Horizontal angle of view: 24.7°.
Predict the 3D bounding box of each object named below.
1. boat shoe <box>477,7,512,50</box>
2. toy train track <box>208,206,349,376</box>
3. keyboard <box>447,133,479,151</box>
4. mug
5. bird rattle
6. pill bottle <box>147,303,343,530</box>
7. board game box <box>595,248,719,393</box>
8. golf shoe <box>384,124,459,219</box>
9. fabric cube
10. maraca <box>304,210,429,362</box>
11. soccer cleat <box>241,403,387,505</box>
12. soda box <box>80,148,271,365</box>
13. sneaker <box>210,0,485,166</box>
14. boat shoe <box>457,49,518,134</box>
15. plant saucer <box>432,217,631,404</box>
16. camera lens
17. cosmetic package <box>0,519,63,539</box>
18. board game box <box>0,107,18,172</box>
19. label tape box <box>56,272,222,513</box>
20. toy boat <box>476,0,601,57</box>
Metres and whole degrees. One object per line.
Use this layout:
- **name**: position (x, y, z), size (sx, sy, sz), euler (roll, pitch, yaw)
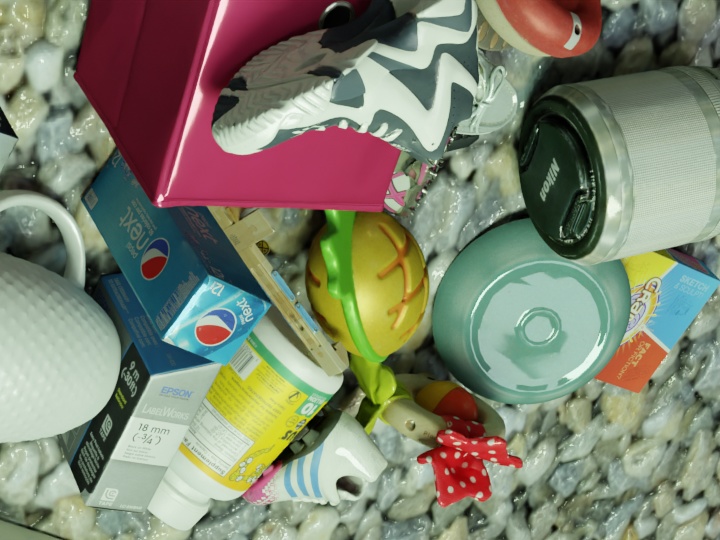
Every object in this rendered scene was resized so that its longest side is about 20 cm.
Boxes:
- **boat shoe**: position (0.070, -0.234, 1.335), size (0.199, 0.072, 0.076), euler (14, 106, -49)
- **toy train track**: position (-0.070, 0.000, 1.384), size (0.032, 0.114, 0.201), euler (-41, 99, -33)
- **keyboard**: position (0.024, -0.125, 1.410), size (0.198, 0.040, 0.105), euler (-15, 131, -22)
- **mug**: position (-0.278, 0.037, 1.295), size (0.174, 0.147, 0.202), euler (16, 84, -44)
- **bird rattle**: position (0.074, 0.136, 1.546), size (0.163, 0.198, 0.114), euler (-13, 117, -58)
- **pill bottle**: position (-0.118, 0.132, 1.470), size (0.200, 0.113, 0.112), euler (-48, 134, 9)
- **board game box**: position (0.254, 0.034, 1.669), size (0.199, 0.040, 0.154), euler (19, 113, -39)
- **golf shoe**: position (0.025, -0.102, 1.364), size (0.200, 0.091, 0.073), euler (109, 6, -77)
- **fabric cube**: position (-0.074, -0.178, 1.198), size (0.194, 0.200, 0.201), euler (0, 123, -32)
- **maraca**: position (0.000, 0.000, 1.426), size (0.106, 0.139, 0.200), euler (-9, 151, 14)
- **soccer cleat**: position (-0.046, 0.192, 1.522), size (0.070, 0.086, 0.200), euler (-52, -172, -34)
- **soda box**: position (-0.146, -0.016, 1.277), size (0.068, 0.200, 0.064), euler (26, 109, -41)
- **sneaker**: position (0.004, -0.105, 1.108), size (0.198, 0.079, 0.130), euler (-37, 129, -16)
- **boat shoe**: position (0.068, -0.158, 1.355), size (0.201, 0.065, 0.075), euler (27, 93, -46)
- **plant saucer**: position (0.169, 0.049, 1.583), size (0.197, 0.036, 0.202), euler (-3, 115, -6)
- **camera lens**: position (0.254, -0.097, 1.485), size (0.198, 0.160, 0.161), euler (-11, 129, -23)
- **cosmetic package**: position (-0.341, 0.285, 1.469), size (0.199, 0.087, 0.104), euler (27, 108, -41)
- **board game box**: position (-0.323, -0.050, 1.191), size (0.034, 0.136, 0.201), euler (17, 113, -38)
- **label tape box**: position (-0.184, 0.076, 1.366), size (0.063, 0.144, 0.201), euler (14, 115, -35)
- **toy boat**: position (0.168, -0.267, 1.276), size (0.130, 0.130, 0.203), euler (14, 81, -45)
